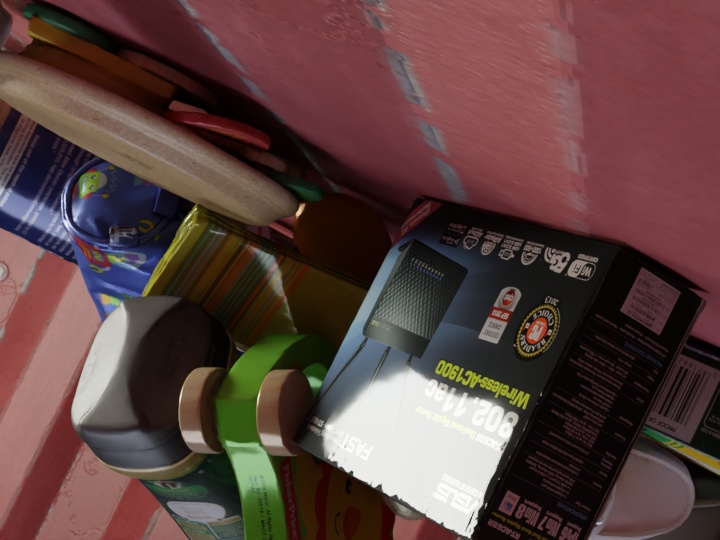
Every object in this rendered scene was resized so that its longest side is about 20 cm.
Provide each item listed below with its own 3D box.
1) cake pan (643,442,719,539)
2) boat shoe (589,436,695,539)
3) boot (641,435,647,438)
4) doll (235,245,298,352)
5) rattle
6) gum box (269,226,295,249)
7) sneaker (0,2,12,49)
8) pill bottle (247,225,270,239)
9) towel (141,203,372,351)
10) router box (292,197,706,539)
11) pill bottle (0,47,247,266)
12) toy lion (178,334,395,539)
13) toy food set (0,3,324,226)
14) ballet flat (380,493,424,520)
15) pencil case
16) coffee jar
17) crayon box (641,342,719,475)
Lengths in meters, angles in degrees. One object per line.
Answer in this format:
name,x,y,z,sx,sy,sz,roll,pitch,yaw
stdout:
cake pan,0.155,0.143,1.192,0.200,0.037,0.200,5,-173,-1
boat shoe,0.114,0.121,1.027,0.199,0.071,0.069,11,180,-25
boot,0.163,0.101,1.402,0.155,0.073,0.200,27,177,-3
doll,-0.039,0.014,1.242,0.048,0.137,0.200,7,-156,11
rattle,0.000,0.000,1.210,0.143,0.130,0.200,37,-159,-10
gum box,-0.079,0.013,1.562,0.200,0.066,0.114,28,-163,-34
sneaker,-0.253,-0.140,1.009,0.099,0.071,0.200,28,170,-4
pill bottle,-0.172,-0.044,1.390,0.200,0.109,0.109,29,175,-41
towel,-0.026,0.027,1.084,0.200,0.018,0.086,23,135,-17
router box,0.061,0.052,0.902,0.062,0.150,0.200,29,175,-27
pill bottle,-0.179,-0.058,1.236,0.200,0.111,0.111,27,176,-16
toy lion,-0.027,0.129,1.075,0.068,0.201,0.192,-1,-164,22
toy food set,-0.114,-0.081,1.015,0.200,0.049,0.198,27,175,-8
ballet flat,0.051,0.076,1.063,0.066,0.200,0.057,4,-142,-19
pencil case,-0.127,0.012,1.168,0.087,0.078,0.200,8,142,19
coffee jar,-0.092,0.102,1.097,0.085,0.105,0.200,-1,146,27
crayon box,0.256,0.110,1.051,0.200,0.058,0.172,24,176,30
